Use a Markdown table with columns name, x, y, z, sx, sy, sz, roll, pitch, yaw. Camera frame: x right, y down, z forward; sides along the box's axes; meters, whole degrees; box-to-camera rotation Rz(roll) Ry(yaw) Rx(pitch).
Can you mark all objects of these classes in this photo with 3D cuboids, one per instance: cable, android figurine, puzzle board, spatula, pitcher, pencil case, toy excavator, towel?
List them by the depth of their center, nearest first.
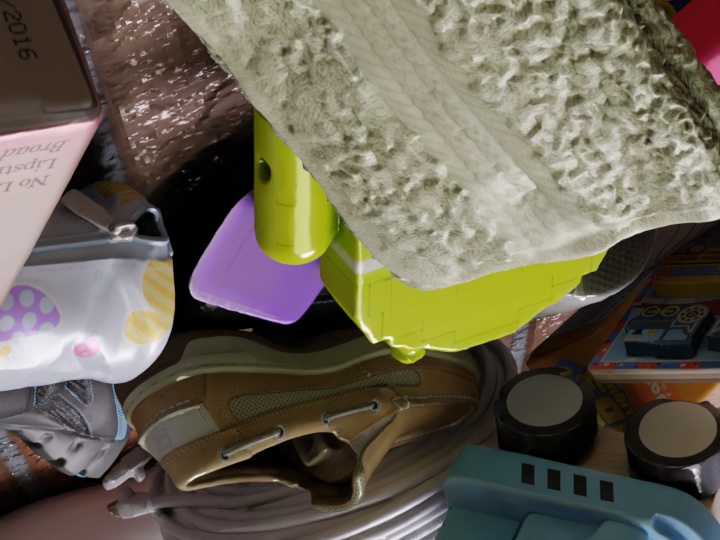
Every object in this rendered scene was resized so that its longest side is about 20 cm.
| name | x | y | z | sx | sy | sz | roll | pitch | yaw |
| --- | --- | --- | --- | --- | --- | --- | --- | --- | --- |
| towel | 0.029 | -0.072 | 0.771 | 0.148 | 0.037 | 0.200 | -19 | 128 | 27 |
| pencil case | -0.169 | 0.011 | 0.886 | 0.199 | 0.083 | 0.091 | -7 | 170 | -35 |
| android figurine | 0.043 | -0.048 | 0.887 | 0.182 | 0.041 | 0.201 | -19 | 132 | -23 |
| spatula | 0.000 | 0.000 | 0.955 | 0.057 | 0.021 | 0.200 | -59 | 153 | 11 |
| puzzle board | 0.215 | -0.001 | 1.017 | 0.199 | 0.017 | 0.151 | -2 | -147 | 35 |
| toy excavator | 0.059 | 0.144 | 1.034 | 0.194 | 0.200 | 0.100 | 10 | 133 | 22 |
| cable | -0.008 | 0.099 | 1.173 | 0.200 | 0.069 | 0.200 | -36 | -153 | -31 |
| pitcher | -0.148 | 0.180 | 1.345 | 0.200 | 0.121 | 0.172 | -33 | 171 | -2 |

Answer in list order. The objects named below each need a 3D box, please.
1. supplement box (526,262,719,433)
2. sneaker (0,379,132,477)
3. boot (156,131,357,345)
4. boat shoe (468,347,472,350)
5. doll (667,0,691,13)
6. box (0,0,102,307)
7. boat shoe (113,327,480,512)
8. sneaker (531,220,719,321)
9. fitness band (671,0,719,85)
| name | x | y | z | sx | sy | sz | roll | pitch | yaw |
| --- | --- | --- | --- | --- | --- | --- | --- | --- | --- |
| supplement box | 0.175 | 0.008 | 1.145 | 0.200 | 0.067 | 0.069 | -41 | -172 | -30 |
| sneaker | -0.156 | 0.032 | 1.015 | 0.082 | 0.073 | 0.200 | -52 | 153 | 8 |
| boot | -0.035 | 0.010 | 1.045 | 0.162 | 0.074 | 0.198 | -5 | 148 | -46 |
| boat shoe | 0.079 | -0.019 | 1.144 | 0.200 | 0.063 | 0.073 | -33 | 115 | 10 |
| doll | 0.064 | -0.076 | 0.946 | 0.199 | 0.049 | 0.137 | -15 | 148 | -25 |
| box | -0.178 | -0.030 | 0.709 | 0.127 | 0.109 | 0.200 | -10 | 154 | -30 |
| boat shoe | -0.017 | 0.073 | 1.019 | 0.200 | 0.076 | 0.072 | -1 | 145 | -41 |
| sneaker | 0.128 | -0.037 | 1.065 | 0.200 | 0.071 | 0.080 | -30 | 175 | -33 |
| fitness band | 0.125 | -0.129 | 0.809 | 0.200 | 0.037 | 0.144 | -43 | 144 | 11 |
